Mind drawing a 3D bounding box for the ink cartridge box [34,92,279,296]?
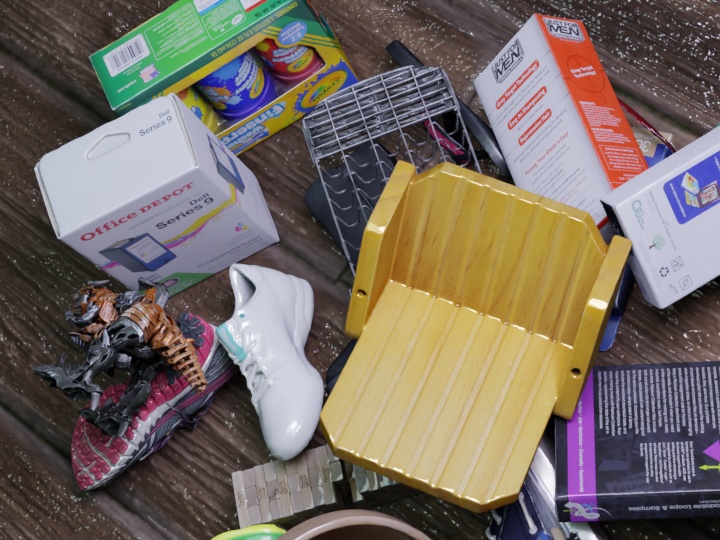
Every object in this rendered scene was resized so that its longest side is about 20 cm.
[{"bbox_3d":[-0.182,-0.061,1.593,0.145,0.200,0.088,-26,64,8],"label":"ink cartridge box"}]

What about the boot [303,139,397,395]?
[{"bbox_3d":[0.001,0.000,1.578,0.164,0.066,0.200,-30,67,-4],"label":"boot"}]

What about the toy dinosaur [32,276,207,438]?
[{"bbox_3d":[-0.207,0.066,1.537,0.136,0.102,0.200,-52,22,-15],"label":"toy dinosaur"}]

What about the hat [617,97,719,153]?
[{"bbox_3d":[0.319,-0.091,1.513,0.165,0.201,0.176,-25,18,-11],"label":"hat"}]

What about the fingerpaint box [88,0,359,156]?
[{"bbox_3d":[-0.124,-0.187,1.639,0.200,0.167,0.074,-30,61,6],"label":"fingerpaint box"}]

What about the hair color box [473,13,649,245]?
[{"bbox_3d":[0.176,-0.109,1.500,0.102,0.061,0.201,-46,54,43],"label":"hair color box"}]

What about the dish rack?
[{"bbox_3d":[0.038,-0.074,1.525,0.153,0.055,0.201,-20,72,2],"label":"dish rack"}]

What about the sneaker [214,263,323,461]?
[{"bbox_3d":[-0.088,0.077,1.541,0.075,0.088,0.201,-44,36,32],"label":"sneaker"}]

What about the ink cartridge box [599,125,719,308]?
[{"bbox_3d":[0.297,-0.062,1.398,0.199,0.100,0.039,-29,19,-7],"label":"ink cartridge box"}]

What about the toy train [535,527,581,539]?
[{"bbox_3d":[0.109,0.283,1.397,0.200,0.046,0.034,-56,20,15],"label":"toy train"}]

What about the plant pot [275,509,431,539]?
[{"bbox_3d":[-0.022,0.286,1.439,0.201,0.201,0.093,-54,23,-6],"label":"plant pot"}]

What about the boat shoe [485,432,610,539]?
[{"bbox_3d":[0.130,0.192,1.456,0.093,0.075,0.200,-36,61,11],"label":"boat shoe"}]

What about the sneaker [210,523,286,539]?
[{"bbox_3d":[-0.129,0.297,1.513,0.200,0.074,0.084,-45,59,10],"label":"sneaker"}]

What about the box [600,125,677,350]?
[{"bbox_3d":[0.192,-0.037,1.545,0.121,0.032,0.201,13,76,24],"label":"box"}]

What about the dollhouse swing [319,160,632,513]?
[{"bbox_3d":[0.078,0.051,1.369,0.199,0.182,0.176,21,41,12],"label":"dollhouse swing"}]

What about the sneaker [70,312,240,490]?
[{"bbox_3d":[-0.187,0.131,1.598,0.200,0.075,0.081,-44,47,14],"label":"sneaker"}]

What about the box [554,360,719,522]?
[{"bbox_3d":[0.255,0.135,1.406,0.199,0.036,0.143,-4,42,10],"label":"box"}]

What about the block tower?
[{"bbox_3d":[-0.008,0.179,1.522,0.199,0.058,0.054,-17,65,11],"label":"block tower"}]

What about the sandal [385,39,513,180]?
[{"bbox_3d":[0.080,-0.137,1.605,0.045,0.075,0.200,-46,55,6],"label":"sandal"}]
